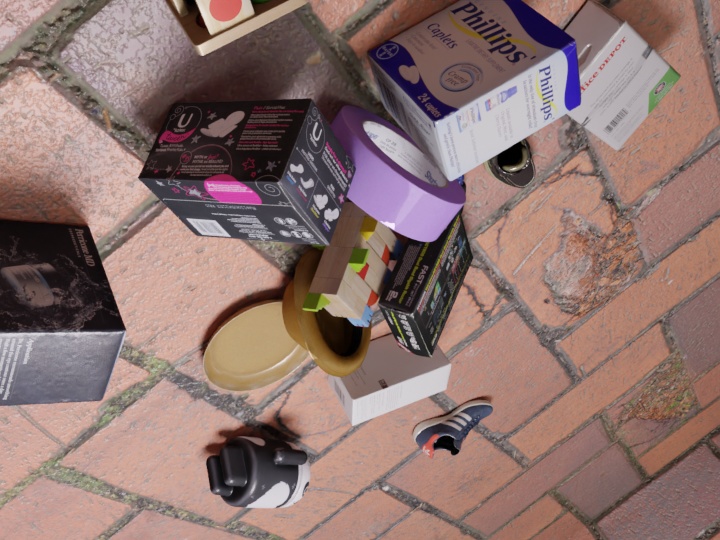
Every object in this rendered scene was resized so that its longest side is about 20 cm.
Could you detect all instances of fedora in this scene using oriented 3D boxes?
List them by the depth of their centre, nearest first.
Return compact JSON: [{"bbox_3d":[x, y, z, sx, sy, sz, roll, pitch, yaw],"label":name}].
[{"bbox_3d":[-0.061,0.066,1.205,0.081,0.203,0.200,-13,154,35],"label":"fedora"}]

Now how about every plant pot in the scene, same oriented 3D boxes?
[{"bbox_3d":[-0.161,0.117,1.270,0.198,0.028,0.201,-19,139,-17],"label":"plant pot"}]

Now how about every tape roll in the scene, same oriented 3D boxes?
[{"bbox_3d":[0.040,-0.127,1.023,0.199,0.201,0.066,15,122,-43],"label":"tape roll"}]

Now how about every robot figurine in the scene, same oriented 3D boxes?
[{"bbox_3d":[-0.182,0.370,1.433,0.199,0.149,0.126,19,83,-44],"label":"robot figurine"}]

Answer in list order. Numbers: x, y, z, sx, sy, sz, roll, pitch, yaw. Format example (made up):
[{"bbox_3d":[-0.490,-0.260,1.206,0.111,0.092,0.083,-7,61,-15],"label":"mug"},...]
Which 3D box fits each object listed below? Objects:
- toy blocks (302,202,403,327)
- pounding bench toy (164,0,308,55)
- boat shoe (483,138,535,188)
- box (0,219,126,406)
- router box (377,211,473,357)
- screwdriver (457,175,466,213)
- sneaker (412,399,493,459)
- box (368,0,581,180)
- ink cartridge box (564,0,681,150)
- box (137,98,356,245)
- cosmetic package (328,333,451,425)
[{"bbox_3d":[0.000,0.000,1.170,0.137,0.099,0.202,48,54,-48],"label":"toy blocks"},{"bbox_3d":[-0.110,-0.331,0.771,0.199,0.125,0.157,-29,141,-7],"label":"pounding bench toy"},{"bbox_3d":[0.227,-0.175,1.212,0.073,0.065,0.200,-45,141,9],"label":"boat shoe"},{"bbox_3d":[-0.397,0.044,0.896,0.199,0.197,0.118,3,127,-37],"label":"box"},{"bbox_3d":[0.107,0.014,1.237,0.201,0.062,0.150,-64,154,-23],"label":"router box"},{"bbox_3d":[0.152,-0.165,1.204,0.029,0.028,0.201,-45,148,-34],"label":"screwdriver"},{"bbox_3d":[0.217,0.355,1.730,0.198,0.085,0.075,-20,139,-17],"label":"sneaker"},{"bbox_3d":[0.142,-0.243,0.991,0.199,0.184,0.105,-30,139,-5],"label":"box"},{"bbox_3d":[0.365,-0.288,1.178,0.199,0.085,0.146,19,118,-44],"label":"ink cartridge box"},{"bbox_3d":[-0.127,-0.114,0.911,0.132,0.198,0.116,52,51,-52],"label":"box"},{"bbox_3d":[0.051,0.185,1.422,0.198,0.113,0.082,-20,139,-19],"label":"cosmetic package"}]
